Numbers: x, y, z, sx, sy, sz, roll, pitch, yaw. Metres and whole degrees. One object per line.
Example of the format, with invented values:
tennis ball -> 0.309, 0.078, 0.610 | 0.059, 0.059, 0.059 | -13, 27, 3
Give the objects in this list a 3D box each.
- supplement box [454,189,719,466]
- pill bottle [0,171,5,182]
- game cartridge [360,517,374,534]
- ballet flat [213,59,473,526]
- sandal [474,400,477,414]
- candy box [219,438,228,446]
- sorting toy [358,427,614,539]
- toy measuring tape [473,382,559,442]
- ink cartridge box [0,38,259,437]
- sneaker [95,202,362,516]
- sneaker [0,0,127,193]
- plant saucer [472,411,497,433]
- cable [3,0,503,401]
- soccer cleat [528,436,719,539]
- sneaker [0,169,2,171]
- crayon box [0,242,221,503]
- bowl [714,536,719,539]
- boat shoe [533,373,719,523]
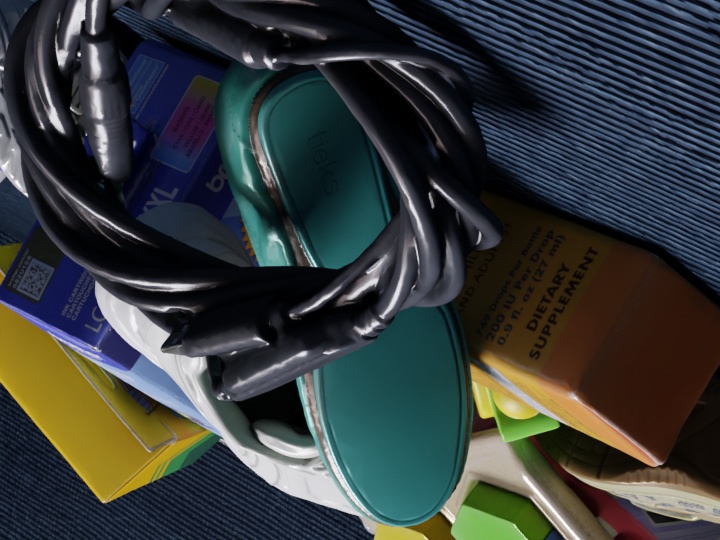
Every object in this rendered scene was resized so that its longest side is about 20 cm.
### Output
supplement box -> 0.051, 0.009, 0.878 | 0.069, 0.067, 0.200 | 35, 172, -38
pill bottle -> -0.269, -0.095, 1.370 | 0.109, 0.109, 0.200 | 33, 174, -19
game cartridge -> -0.019, 0.053, 1.250 | 0.133, 0.041, 0.200 | 103, 144, -80
ballet flat -> -0.006, 0.000, 0.820 | 0.070, 0.067, 0.200 | -128, 19, -61
sandal -> 0.005, 0.001, 1.103 | 0.082, 0.050, 0.203 | 10, -151, -47
candy box -> -0.089, 0.024, 1.340 | 0.200, 0.137, 0.061 | 33, 174, -10
sorting toy -> 0.078, 0.158, 1.062 | 0.185, 0.036, 0.200 | 49, 154, -13
toy measuring tape -> 0.061, 0.019, 1.006 | 0.073, 0.074, 0.200 | 32, -168, -10
ink cartridge box -> -0.070, -0.009, 0.980 | 0.076, 0.137, 0.200 | 23, 171, 40
sneaker -> -0.025, 0.059, 0.905 | 0.200, 0.078, 0.099 | 39, -176, -37
sneaker -> -0.133, -0.068, 1.048 | 0.099, 0.078, 0.200 | 40, 177, 47
plant saucer -> 0.134, 0.123, 1.105 | 0.200, 0.051, 0.201 | 15, 133, 17
cable -> -0.037, -0.044, 0.725 | 0.200, 0.051, 0.163 | -28, 96, 50
soccer cleat -> 0.166, 0.130, 1.021 | 0.200, 0.076, 0.067 | 39, 160, 18
sneaker -> -0.130, -0.057, 1.167 | 0.099, 0.070, 0.200 | 32, 179, 33
crayon box -> -0.132, 0.045, 1.091 | 0.127, 0.051, 0.200 | 50, -172, 6
bowl -> 0.227, 0.146, 0.865 | 0.199, 0.075, 0.200 | -6, 155, 27
boat shoe -> 0.149, 0.079, 0.947 | 0.063, 0.073, 0.200 | 38, 170, -33
